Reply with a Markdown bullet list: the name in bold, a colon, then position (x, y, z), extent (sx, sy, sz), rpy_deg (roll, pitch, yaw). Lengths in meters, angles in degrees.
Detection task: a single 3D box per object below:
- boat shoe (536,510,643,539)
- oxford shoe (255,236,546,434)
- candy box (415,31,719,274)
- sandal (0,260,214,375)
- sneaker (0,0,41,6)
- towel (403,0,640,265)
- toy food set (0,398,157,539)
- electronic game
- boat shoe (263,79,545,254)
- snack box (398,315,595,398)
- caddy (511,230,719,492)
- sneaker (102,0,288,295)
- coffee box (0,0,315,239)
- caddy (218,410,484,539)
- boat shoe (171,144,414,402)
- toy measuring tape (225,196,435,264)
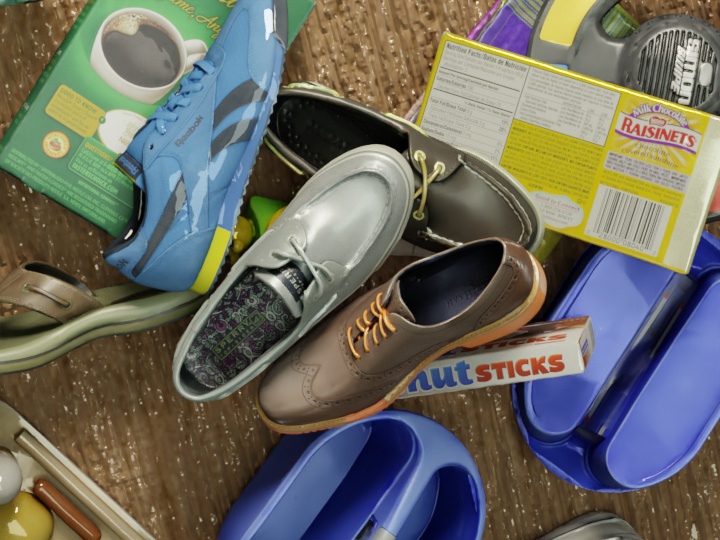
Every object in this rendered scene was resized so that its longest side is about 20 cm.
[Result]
- **boat shoe**: position (0.118, 0.240, 1.144), extent (0.199, 0.070, 0.071), rpy_deg (-25, 105, -10)
- **oxford shoe**: position (0.014, 0.033, 0.991), extent (0.199, 0.073, 0.072), rpy_deg (-32, 64, 9)
- **candy box**: position (0.133, -0.077, 1.050), extent (0.199, 0.026, 0.103), rpy_deg (19, 94, 11)
- **sandal**: position (-0.191, 0.018, 1.025), extent (0.200, 0.080, 0.058), rpy_deg (-17, 108, -21)
- **sneaker**: position (-0.269, -0.229, 0.960), extent (0.198, 0.078, 0.141), rpy_deg (1, 100, -15)
- **towel**: position (0.118, -0.104, 1.111), extent (0.143, 0.023, 0.200), rpy_deg (38, 89, -16)
- **toy food set**: position (-0.222, 0.196, 1.053), extent (0.144, 0.060, 0.200), rpy_deg (-45, 106, -4)
- **electronic game**: position (0.207, -0.129, 1.066), extent (0.198, 0.042, 0.202), rpy_deg (0, 87, 6)
- **boat shoe**: position (0.022, -0.060, 1.031), extent (0.200, 0.061, 0.072), rpy_deg (27, 99, 10)
- **snack box**: position (0.050, 0.061, 1.051), extent (0.198, 0.072, 0.025), rpy_deg (-9, 100, 16)
- **caddy**: position (0.191, 0.059, 1.118), extent (0.141, 0.105, 0.201), rpy_deg (33, 90, 7)
- **sneaker**: position (-0.101, -0.085, 0.989), extent (0.078, 0.066, 0.201), rpy_deg (17, 96, -17)
- **coffee box**: position (-0.131, -0.122, 1.031), extent (0.123, 0.044, 0.201), rpy_deg (31, 91, -19)
- **caddy**: position (-0.008, 0.182, 1.074), extent (0.141, 0.105, 0.201), rpy_deg (36, 89, -16)
- **boat shoe**: position (-0.041, 0.008, 0.990), extent (0.070, 0.072, 0.201), rpy_deg (42, 102, -5)
- **toy measuring tape**: position (0.000, 0.000, 1.069), extent (0.199, 0.074, 0.074), rpy_deg (12, 96, -13)
